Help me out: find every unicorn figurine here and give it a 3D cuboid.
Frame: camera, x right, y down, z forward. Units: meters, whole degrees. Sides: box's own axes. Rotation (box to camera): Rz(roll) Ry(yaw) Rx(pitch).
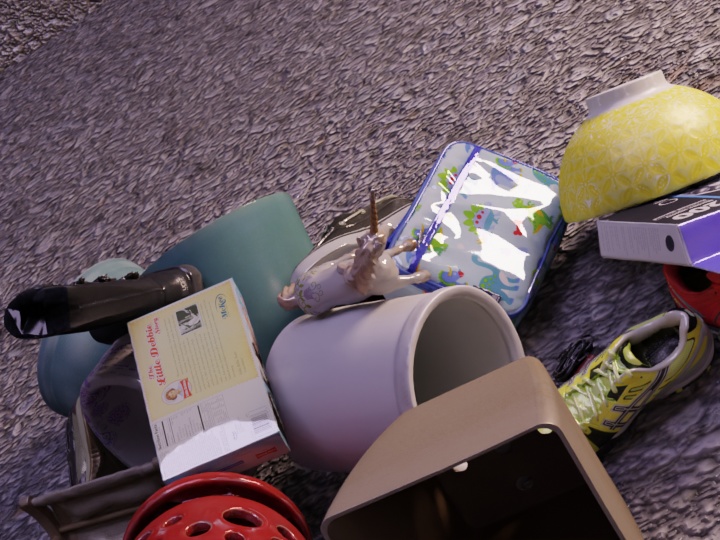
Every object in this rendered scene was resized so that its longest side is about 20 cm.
[{"bbox_3d":[0.000,0.000,1.314,0.200,0.074,0.137,-37,-12,34],"label":"unicorn figurine"}]

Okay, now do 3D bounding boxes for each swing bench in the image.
[{"bbox_3d":[-0.259,0.311,1.388,0.198,0.130,0.201,-19,33,29],"label":"swing bench"}]

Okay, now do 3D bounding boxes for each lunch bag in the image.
[{"bbox_3d":[0.117,-0.030,1.439,0.160,0.083,0.201,25,56,11],"label":"lunch bag"}]

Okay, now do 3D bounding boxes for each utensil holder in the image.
[{"bbox_3d":[0.030,0.108,1.327,0.199,0.170,0.170,-8,40,44],"label":"utensil holder"}]

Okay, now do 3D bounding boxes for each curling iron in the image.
[{"bbox_3d":[0.167,0.142,1.275,0.201,0.025,0.050,-59,14,-25],"label":"curling iron"}]

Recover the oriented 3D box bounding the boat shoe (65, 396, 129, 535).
[{"bbox_3d":[-0.286,0.231,1.552,0.066,0.071,0.202,-39,56,45],"label":"boat shoe"}]

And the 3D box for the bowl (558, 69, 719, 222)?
[{"bbox_3d":[0.276,-0.132,1.380,0.199,0.108,0.200,-21,3,1],"label":"bowl"}]

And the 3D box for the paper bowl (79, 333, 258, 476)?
[{"bbox_3d":[-0.186,0.144,1.475,0.200,0.201,0.105,-7,39,42],"label":"paper bowl"}]

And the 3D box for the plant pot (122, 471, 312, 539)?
[{"bbox_3d":[-0.119,0.284,1.207,0.200,0.201,0.183,-31,24,10],"label":"plant pot"}]

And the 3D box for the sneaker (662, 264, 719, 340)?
[{"bbox_3d":[0.331,0.025,1.197,0.077,0.085,0.199,-48,30,-18],"label":"sneaker"}]

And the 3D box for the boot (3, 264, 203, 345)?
[{"bbox_3d":[-0.278,0.045,1.424,0.164,0.066,0.200,-27,-6,33],"label":"boot"}]

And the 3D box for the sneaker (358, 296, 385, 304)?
[{"bbox_3d":[0.007,0.011,1.585,0.199,0.084,0.121,-18,25,29],"label":"sneaker"}]

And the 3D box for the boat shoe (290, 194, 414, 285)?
[{"bbox_3d":[-0.007,-0.024,1.485,0.063,0.071,0.199,30,42,35],"label":"boat shoe"}]

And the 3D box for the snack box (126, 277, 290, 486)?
[{"bbox_3d":[-0.147,0.107,1.329,0.115,0.037,0.201,-22,48,1],"label":"snack box"}]

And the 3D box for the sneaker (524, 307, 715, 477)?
[{"bbox_3d":[0.213,0.098,1.214,0.200,0.076,0.075,-40,56,-2],"label":"sneaker"}]

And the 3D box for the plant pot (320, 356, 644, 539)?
[{"bbox_3d":[0.111,0.187,1.116,0.199,0.201,0.177,-26,19,18],"label":"plant pot"}]

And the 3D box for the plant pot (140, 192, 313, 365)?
[{"bbox_3d":[-0.123,0.035,1.564,0.200,0.162,0.201,-31,-7,-4],"label":"plant pot"}]

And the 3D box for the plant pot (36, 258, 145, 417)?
[{"bbox_3d":[-0.263,0.103,1.660,0.133,0.201,0.201,22,59,26],"label":"plant pot"}]

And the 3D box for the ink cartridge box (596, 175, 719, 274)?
[{"bbox_3d":[0.338,-0.051,1.234,0.197,0.044,0.200,-19,11,-17],"label":"ink cartridge box"}]
